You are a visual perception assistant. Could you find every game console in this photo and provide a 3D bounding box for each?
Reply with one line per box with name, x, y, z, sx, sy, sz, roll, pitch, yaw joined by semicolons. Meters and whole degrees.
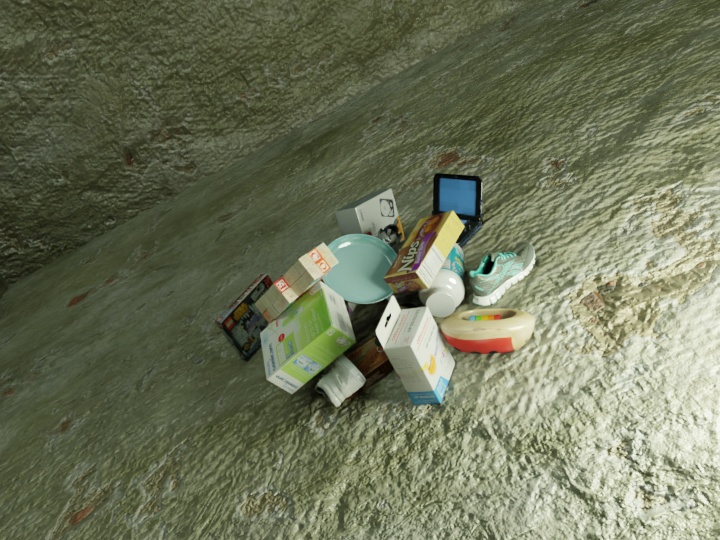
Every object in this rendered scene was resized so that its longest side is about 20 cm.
game console;0.234;-0.167;1.829;0.170;0.119;0.199;-42;29;-22

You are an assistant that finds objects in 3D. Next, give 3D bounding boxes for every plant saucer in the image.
plant saucer;0.000;0.000;1.583;0.196;0.028;0.203;3;54;-4

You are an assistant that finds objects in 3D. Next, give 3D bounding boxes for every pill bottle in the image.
pill bottle;0.192;0.021;1.572;0.109;0.112;0.201;-19;31;20

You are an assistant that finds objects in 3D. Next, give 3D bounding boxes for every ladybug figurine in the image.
ladybug figurine;0.255;0.125;1.352;0.196;0.073;0.136;-3;12;20

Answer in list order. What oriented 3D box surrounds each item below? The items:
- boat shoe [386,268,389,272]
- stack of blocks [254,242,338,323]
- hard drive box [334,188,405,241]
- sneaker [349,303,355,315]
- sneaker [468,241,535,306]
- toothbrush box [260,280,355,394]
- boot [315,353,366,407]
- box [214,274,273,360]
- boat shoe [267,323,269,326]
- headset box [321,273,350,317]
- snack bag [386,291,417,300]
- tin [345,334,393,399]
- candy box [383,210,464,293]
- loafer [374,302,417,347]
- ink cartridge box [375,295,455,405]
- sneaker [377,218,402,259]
boat shoe;0.129;0.002;1.683;0.069;0.072;0.200;10;26;22
stack of blocks;-0.145;0.030;1.493;0.115;0.059;0.200;-39;-2;-42
hard drive box;0.030;-0.124;1.859;0.076;0.159;0.199;-7;17;36
sneaker;-0.055;0.146;1.661;0.113;0.073;0.201;18;65;51
sneaker;0.323;-0.010;1.517;0.200;0.092;0.077;-42;31;-21
toothbrush box;-0.120;0.147;1.465;0.199;0.086;0.147;-41;38;18
boot;-0.068;0.224;1.461;0.095;0.074;0.200;-41;26;-8
box;-0.294;0.127;1.841;0.039;0.138;0.201;-1;40;46
boat shoe;-0.160;0.119;1.809;0.092;0.075;0.201;18;62;47
headset box;-0.108;0.114;1.600;0.198;0.077;0.151;-31;50;26
snack bag;0.023;0.045;1.701;0.197;0.022;0.187;-12;18;-32
tin;0.007;0.218;1.511;0.198;0.042;0.112;-34;32;-5
candy box;0.148;-0.042;1.540;0.116;0.057;0.201;-11;37;51
loafer;0.091;0.111;1.511;0.072;0.073;0.200;11;21;17
ink cartridge box;0.113;0.157;1.331;0.067;0.202;0.116;-9;34;33
sneaker;0.078;-0.064;1.738;0.076;0.143;0.200;13;-4;2
